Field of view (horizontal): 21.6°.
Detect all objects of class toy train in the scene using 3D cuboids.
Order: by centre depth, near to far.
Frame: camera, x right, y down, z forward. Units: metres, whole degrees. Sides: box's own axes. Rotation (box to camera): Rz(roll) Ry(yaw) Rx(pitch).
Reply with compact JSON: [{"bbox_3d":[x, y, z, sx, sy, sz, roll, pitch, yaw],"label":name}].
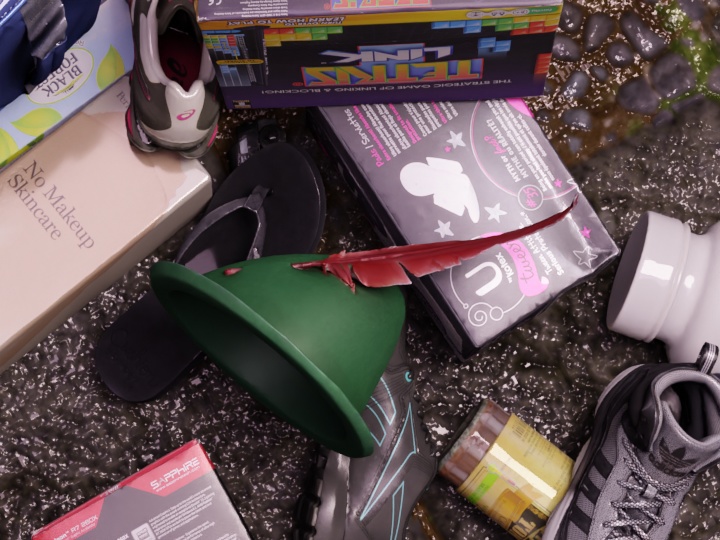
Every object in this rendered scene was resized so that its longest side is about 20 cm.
[{"bbox_3d":[-0.062,-0.001,1.251,0.045,0.034,0.202,-7,82,-2],"label":"toy train"}]

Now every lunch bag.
[{"bbox_3d":[-0.222,-0.170,1.113,0.132,0.200,0.136,43,75,-1],"label":"lunch bag"}]

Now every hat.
[{"bbox_3d":[0.000,0.000,1.154,0.199,0.166,0.176,35,74,17],"label":"hat"}]

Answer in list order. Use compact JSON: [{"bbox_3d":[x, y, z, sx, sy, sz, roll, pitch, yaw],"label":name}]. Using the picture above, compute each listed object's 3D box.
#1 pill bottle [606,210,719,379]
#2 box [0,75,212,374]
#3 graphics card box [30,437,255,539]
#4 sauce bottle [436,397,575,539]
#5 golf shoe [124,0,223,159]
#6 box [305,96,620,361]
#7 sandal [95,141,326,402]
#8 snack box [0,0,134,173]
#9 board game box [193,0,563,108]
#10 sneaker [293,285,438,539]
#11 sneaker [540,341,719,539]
[{"bbox_3d":[0.267,0.031,1.234,0.198,0.111,0.112,19,80,-2],"label":"pill bottle"},{"bbox_3d":[-0.198,-0.024,1.221,0.200,0.078,0.095,-41,86,-9],"label":"box"},{"bbox_3d":[-0.109,0.225,1.205,0.125,0.051,0.201,-29,84,-9],"label":"graphics card box"},{"bbox_3d":[0.142,0.166,1.227,0.199,0.065,0.065,37,80,3],"label":"sauce bottle"},{"bbox_3d":[-0.112,-0.173,1.180,0.077,0.088,0.202,-3,73,-14],"label":"golf shoe"},{"bbox_3d":[0.059,-0.055,1.220,0.114,0.132,0.201,-32,84,-5],"label":"box"},{"bbox_3d":[-0.094,0.005,1.220,0.076,0.043,0.201,39,92,14],"label":"sandal"},{"bbox_3d":[-0.228,-0.168,1.246,0.199,0.068,0.169,-36,86,-8],"label":"snack box"},{"bbox_3d":[0.011,-0.144,1.082,0.198,0.165,0.057,-2,77,2],"label":"board game box"},{"bbox_3d":[0.011,0.102,1.231,0.079,0.075,0.202,11,89,-12],"label":"sneaker"},{"bbox_3d":[0.171,0.135,1.149,0.075,0.114,0.201,24,65,-7],"label":"sneaker"}]
